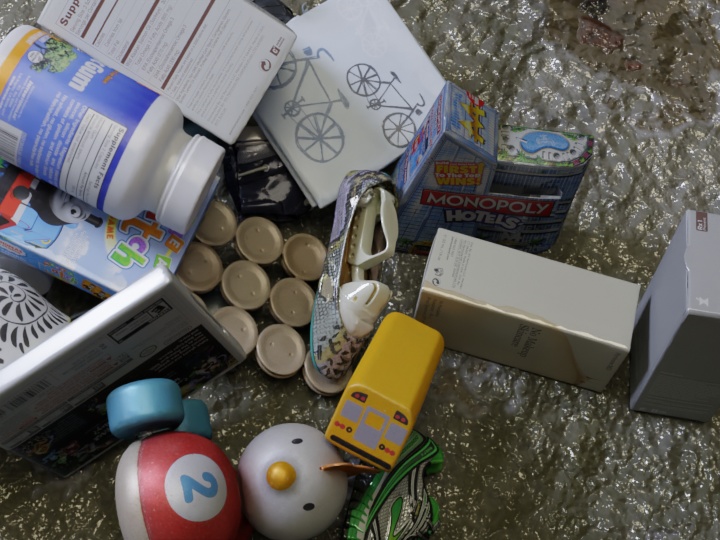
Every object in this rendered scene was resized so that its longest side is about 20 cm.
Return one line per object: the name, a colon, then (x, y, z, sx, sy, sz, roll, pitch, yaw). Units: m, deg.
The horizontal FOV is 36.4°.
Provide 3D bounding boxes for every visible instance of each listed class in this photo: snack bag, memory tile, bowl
snack bag: (-0.015, -0.186, 1.105, 0.198, 0.021, 0.190, -33, 81, -16)
memory tile: (-0.087, 0.024, 1.039, 0.197, 0.017, 0.156, 21, 60, -15)
bowl: (-0.355, 0.049, 0.921, 0.199, 0.200, 0.095, -31, 106, -20)

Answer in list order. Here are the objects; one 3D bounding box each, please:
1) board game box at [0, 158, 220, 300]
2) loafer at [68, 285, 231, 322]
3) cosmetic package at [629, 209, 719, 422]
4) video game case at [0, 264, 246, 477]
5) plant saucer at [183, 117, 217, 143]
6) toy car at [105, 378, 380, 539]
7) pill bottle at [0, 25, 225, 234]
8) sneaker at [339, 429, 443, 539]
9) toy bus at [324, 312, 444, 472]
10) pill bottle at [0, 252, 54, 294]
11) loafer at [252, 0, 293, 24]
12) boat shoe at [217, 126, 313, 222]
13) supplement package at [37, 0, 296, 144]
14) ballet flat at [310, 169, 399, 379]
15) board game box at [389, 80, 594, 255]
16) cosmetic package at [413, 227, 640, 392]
board game box: (-0.245, -0.063, 0.984, 0.197, 0.037, 0.153, 26, 59, -7)
loafer: (-0.205, 0.056, 1.015, 0.197, 0.071, 0.069, -17, 64, -14)
cosmetic package: (0.306, 0.046, 0.994, 0.088, 0.201, 0.108, 10, 61, 1)
video game case: (-0.208, 0.089, 0.903, 0.198, 0.182, 0.024, -33, 63, -1)
plant saucer: (-0.212, -0.210, 1.186, 0.196, 0.028, 0.203, 2, 61, -4)
toy car: (-0.083, 0.175, 0.882, 0.196, 0.177, 0.187, -15, 72, 2)
pill bottle: (-0.219, -0.114, 0.931, 0.198, 0.112, 0.113, 27, 61, -6)
sneaker: (0.026, 0.224, 0.940, 0.084, 0.078, 0.203, 15, 60, 2)
toy bus: (0.026, 0.098, 0.953, 0.064, 0.079, 0.200, 25, 23, 4)
pill bottle: (-0.304, -0.080, 1.058, 0.109, 0.111, 0.203, 10, 61, 1)
loafer: (-0.149, -0.224, 1.134, 0.199, 0.069, 0.070, -33, 52, -24)
boat shoe: (-0.045, -0.099, 1.125, 0.196, 0.075, 0.095, -6, 80, -11)
supplement package: (-0.171, -0.222, 0.995, 0.198, 0.117, 0.118, 32, 100, -13)
ballet flat: (0.000, 0.000, 1.014, 0.071, 0.072, 0.204, 9, 76, 0)
board game box: (0.117, -0.088, 1.050, 0.196, 0.201, 0.063, 6, 59, -1)
cosmetic package: (0.153, 0.039, 1.040, 0.196, 0.104, 0.074, 16, 61, 5)
